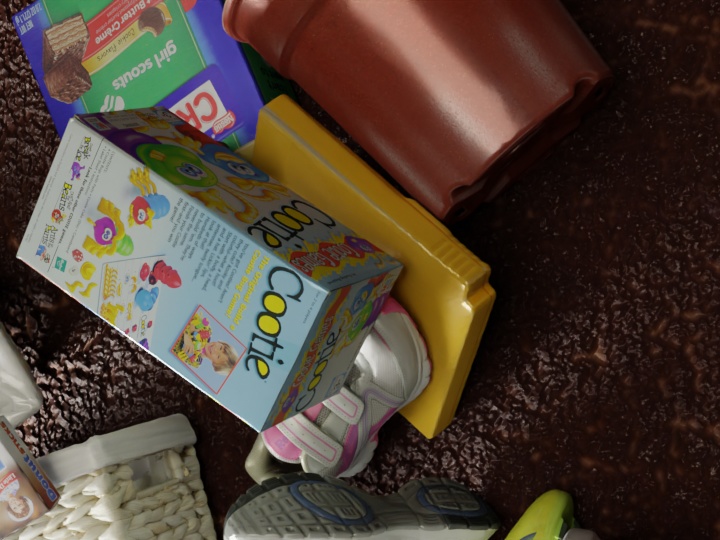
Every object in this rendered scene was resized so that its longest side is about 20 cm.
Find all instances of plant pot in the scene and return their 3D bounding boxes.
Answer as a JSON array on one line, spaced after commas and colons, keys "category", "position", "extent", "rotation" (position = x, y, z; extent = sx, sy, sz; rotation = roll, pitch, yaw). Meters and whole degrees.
[{"category": "plant pot", "position": [0.047, -0.148, 1.000], "extent": [0.201, 0.201, 0.195], "rotation": [-42, 81, 19]}]

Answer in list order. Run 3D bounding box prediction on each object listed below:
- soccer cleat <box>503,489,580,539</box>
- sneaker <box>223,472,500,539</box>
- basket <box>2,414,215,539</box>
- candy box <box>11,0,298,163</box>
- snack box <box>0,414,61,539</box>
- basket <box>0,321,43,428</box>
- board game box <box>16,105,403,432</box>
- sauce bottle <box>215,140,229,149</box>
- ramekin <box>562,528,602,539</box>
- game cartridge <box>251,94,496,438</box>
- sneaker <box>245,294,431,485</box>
[{"category": "soccer cleat", "position": [0.085, 0.234, 1.039], "extent": [0.084, 0.065, 0.200], "rotation": [25, 101, 26]}, {"category": "sneaker", "position": [0.000, 0.187, 1.019], "extent": [0.075, 0.200, 0.087], "rotation": [50, 125, 54]}, {"category": "basket", "position": [-0.219, 0.200, 1.139], "extent": [0.200, 0.136, 0.124], "rotation": [-22, 85, 23]}, {"category": "candy box", "position": [-0.146, -0.138, 1.144], "extent": [0.169, 0.077, 0.200], "rotation": [-28, 80, 22]}, {"category": "snack box", "position": [-0.303, 0.176, 1.069], "extent": [0.200, 0.024, 0.072], "rotation": [-31, 97, 21]}, {"category": "basket", "position": [-0.355, 0.091, 1.168], "extent": [0.200, 0.123, 0.136], "rotation": [-31, 100, -5]}, {"category": "board game box", "position": [-0.094, -0.007, 0.955], "extent": [0.200, 0.103, 0.105], "rotation": [34, 112, 18]}, {"category": "sauce bottle", "position": [-0.094, 0.008, 1.087], "extent": [0.066, 0.066, 0.200], "rotation": [-3, 121, 25]}, {"category": "ramekin", "position": [0.159, 0.264, 0.937], "extent": [0.094, 0.202, 0.203], "rotation": [6, 92, 14]}, {"category": "game cartridge", "position": [0.000, 0.000, 1.045], "extent": [0.200, 0.032, 0.176], "rotation": [40, 147, 19]}, {"category": "sneaker", "position": [-0.020, 0.092, 1.034], "extent": [0.081, 0.088, 0.200], "rotation": [41, 136, 20]}]
